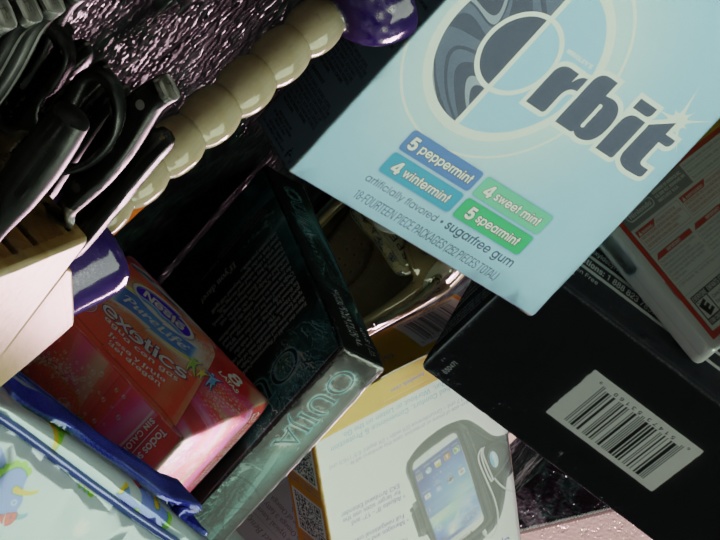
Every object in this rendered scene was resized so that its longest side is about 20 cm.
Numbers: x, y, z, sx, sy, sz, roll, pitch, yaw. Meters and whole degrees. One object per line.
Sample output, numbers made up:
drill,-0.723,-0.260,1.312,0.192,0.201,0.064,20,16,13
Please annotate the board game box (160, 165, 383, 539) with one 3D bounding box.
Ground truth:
board game box,-0.079,0.066,1.270,0.028,0.135,0.200,27,115,-36

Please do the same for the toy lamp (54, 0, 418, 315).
toy lamp,-0.065,-0.048,1.042,0.200,0.058,0.058,-40,169,-20

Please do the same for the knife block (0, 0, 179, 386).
knife block,-0.148,-0.001,0.890,0.200,0.064,0.176,-41,168,-15

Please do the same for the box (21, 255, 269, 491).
box,-0.147,0.098,1.195,0.200,0.095,0.103,-47,170,17

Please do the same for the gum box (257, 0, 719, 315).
gum box,0.082,-0.092,1.223,0.170,0.045,0.200,29,111,-41

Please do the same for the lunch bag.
lunch bag,-0.150,0.117,1.053,0.161,0.082,0.200,-47,131,4

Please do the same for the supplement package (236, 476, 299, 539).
supplement package,-0.068,0.131,1.567,0.200,0.117,0.117,-46,170,12

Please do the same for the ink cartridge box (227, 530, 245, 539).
ink cartridge box,-0.090,0.171,1.418,0.084,0.200,0.146,-44,171,-12

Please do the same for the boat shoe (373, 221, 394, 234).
boat shoe,0.070,-0.091,1.377,0.200,0.067,0.057,-42,130,-36

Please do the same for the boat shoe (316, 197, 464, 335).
boat shoe,0.000,0.000,1.436,0.200,0.073,0.063,-45,172,8

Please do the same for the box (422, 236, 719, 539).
box,0.171,0.017,1.420,0.123,0.200,0.199,-45,-170,51

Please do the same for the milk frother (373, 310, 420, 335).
milk frother,-0.002,0.162,1.724,0.180,0.200,0.188,-26,160,-48

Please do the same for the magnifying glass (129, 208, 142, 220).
magnifying glass,-0.159,0.029,1.095,0.200,0.022,0.080,-41,169,-6

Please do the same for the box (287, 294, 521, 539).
box,0.024,0.124,1.473,0.119,0.041,0.201,-26,128,-26

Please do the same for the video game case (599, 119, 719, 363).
video game case,0.142,-0.067,1.362,0.143,0.200,0.017,-35,174,-40
